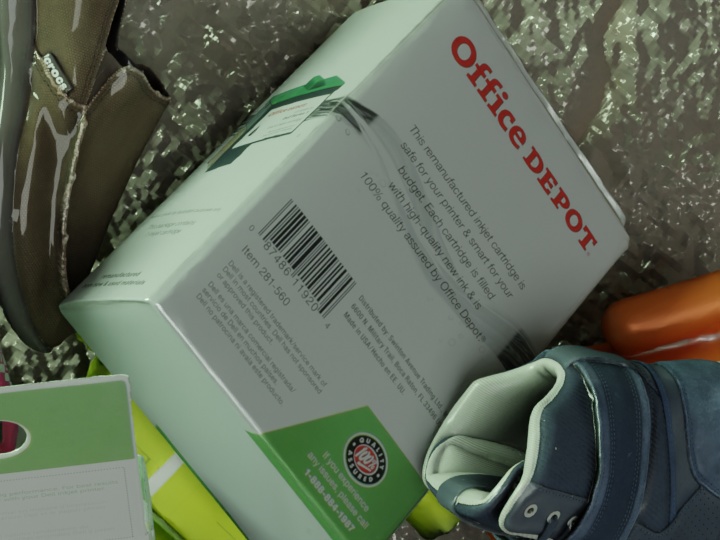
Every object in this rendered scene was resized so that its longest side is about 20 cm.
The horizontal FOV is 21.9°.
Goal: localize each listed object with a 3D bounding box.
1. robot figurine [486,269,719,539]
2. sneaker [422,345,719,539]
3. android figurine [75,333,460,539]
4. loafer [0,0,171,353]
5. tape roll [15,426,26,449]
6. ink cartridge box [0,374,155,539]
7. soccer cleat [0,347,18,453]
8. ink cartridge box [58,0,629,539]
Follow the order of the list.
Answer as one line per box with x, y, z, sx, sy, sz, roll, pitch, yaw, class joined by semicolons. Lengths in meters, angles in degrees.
0.152;0.085;0.871;0.199;0.117;0.144;-11;75;-13;robot figurine
0.086;0.129;0.748;0.146;0.077;0.203;8;93;-33;sneaker
-0.044;0.070;0.834;0.200;0.041;0.182;45;81;-20;android figurine
-0.113;-0.063;0.755;0.071;0.073;0.201;2;102;-4;loafer
-0.224;0.125;0.814;0.202;0.037;0.203;-5;107;-16;tape roll
-0.154;0.096;0.725;0.145;0.048;0.200;-6;136;-7;ink cartridge box
-0.175;0.018;0.746;0.070;0.086;0.200;-3;128;-9;soccer cleat
0.000;0.000;0.774;0.200;0.084;0.146;-47;114;-27;ink cartridge box
